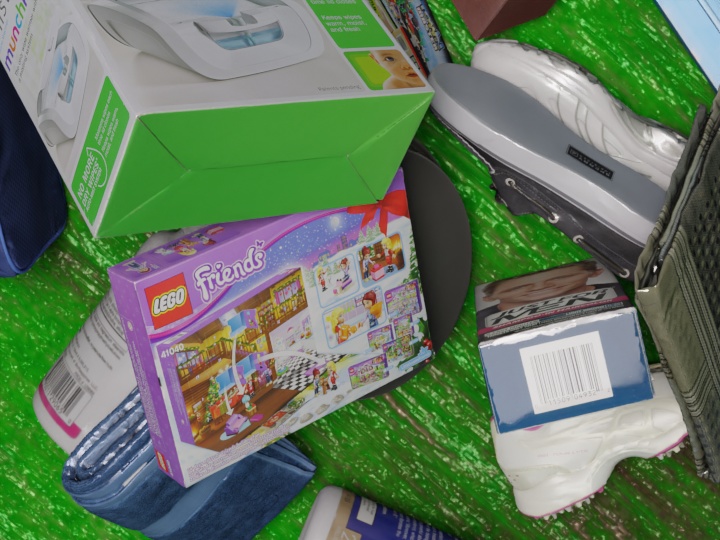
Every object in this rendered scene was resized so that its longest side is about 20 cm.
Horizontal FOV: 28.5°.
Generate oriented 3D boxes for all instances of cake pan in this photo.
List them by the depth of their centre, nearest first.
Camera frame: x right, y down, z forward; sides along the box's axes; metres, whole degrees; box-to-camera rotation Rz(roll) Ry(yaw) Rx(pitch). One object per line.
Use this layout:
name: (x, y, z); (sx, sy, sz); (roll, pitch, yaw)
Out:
cake pan: (0.000, 0.000, 0.962); (0.199, 0.037, 0.203); (-11, 110, -34)

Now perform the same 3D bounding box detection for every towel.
towel: (0.228, 0.004, 0.912); (0.034, 0.193, 0.201); (6, 140, 34)
towel: (-0.113, 0.138, 0.965); (0.112, 0.200, 0.049); (-46, 59, 0)

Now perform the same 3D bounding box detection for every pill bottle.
pill bottle: (-0.129, 0.045, 0.996); (0.113, 0.113, 0.201); (38, 98, -2)
pill bottle: (0.043, 0.242, 1.012); (0.198, 0.116, 0.117); (22, 98, 0)

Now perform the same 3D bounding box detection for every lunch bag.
lunch bag: (-0.292, -0.079, 0.972); (0.131, 0.136, 0.202); (-4, 108, 8)

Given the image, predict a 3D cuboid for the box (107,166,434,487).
box: (-0.049, 0.028, 0.884); (0.199, 0.039, 0.138); (-24, 116, -30)

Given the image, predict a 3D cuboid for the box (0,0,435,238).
box: (-0.090, -0.121, 0.826); (0.177, 0.198, 0.097); (58, 138, 29)

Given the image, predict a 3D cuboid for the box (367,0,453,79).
box: (-0.005, -0.212, 0.955); (0.034, 0.110, 0.202); (-21, 97, 26)

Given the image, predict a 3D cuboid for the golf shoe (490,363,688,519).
golf shoe: (0.183, 0.095, 1.006); (0.199, 0.075, 0.092); (-31, 92, 6)

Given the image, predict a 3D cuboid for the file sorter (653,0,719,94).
file sorter: (0.311, -0.202, 0.933); (0.199, 0.123, 0.139); (-36, 95, 7)

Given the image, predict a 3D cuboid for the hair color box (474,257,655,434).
hair color box: (0.128, 0.044, 0.936); (0.099, 0.200, 0.061); (-13, 98, 6)

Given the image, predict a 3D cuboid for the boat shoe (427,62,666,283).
boat shoe: (0.121, -0.060, 0.941); (0.199, 0.070, 0.067); (31, 126, 1)

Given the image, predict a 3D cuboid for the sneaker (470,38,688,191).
sneaker: (0.151, -0.083, 0.983); (0.199, 0.078, 0.100); (34, 103, 0)

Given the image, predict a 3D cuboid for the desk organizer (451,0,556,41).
desk organizer: (0.070, -0.265, 0.960); (0.071, 0.077, 0.201); (-24, 79, -26)
